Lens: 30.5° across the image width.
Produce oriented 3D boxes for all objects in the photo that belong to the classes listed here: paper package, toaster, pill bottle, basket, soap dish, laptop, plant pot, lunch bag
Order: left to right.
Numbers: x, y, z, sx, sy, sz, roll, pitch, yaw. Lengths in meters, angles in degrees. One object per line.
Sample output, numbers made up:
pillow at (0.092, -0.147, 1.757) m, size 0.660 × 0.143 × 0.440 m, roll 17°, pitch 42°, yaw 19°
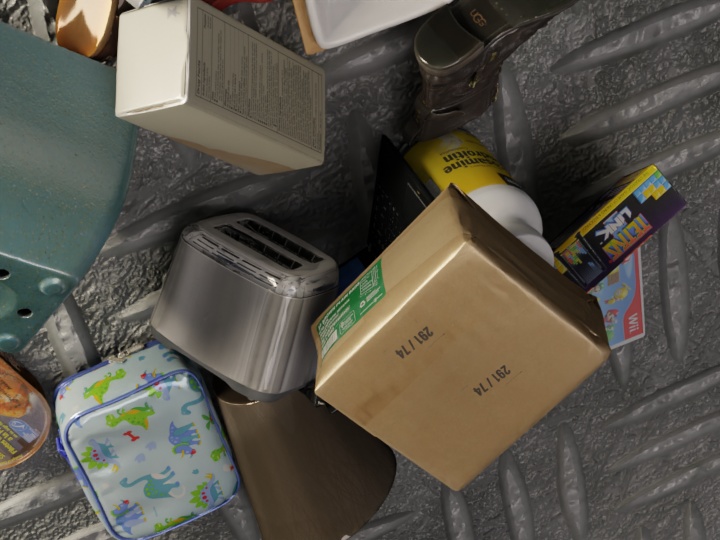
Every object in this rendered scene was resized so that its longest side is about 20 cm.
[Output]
plant pot at (-0.301, -0.054, 1.062) m, size 0.194 × 0.202 × 0.196 m, roll 20°, pitch 135°, yaw -32°
lunch bag at (-0.222, 0.176, 1.358) m, size 0.159 × 0.083 × 0.202 m, roll -24°, pitch 128°, yaw -9°
toaster at (-0.102, 0.033, 1.255) m, size 0.113 × 0.198 × 0.131 m, roll -17°, pitch 130°, yaw -54°
basket at (-0.068, 0.174, 1.394) m, size 0.180 × 0.135 × 0.202 m, roll -43°, pitch 127°, yaw -24°
soap dish at (-0.003, -0.307, 1.141) m, size 0.155 × 0.081 × 0.202 m, roll -22°, pitch 127°, yaw -10°
laptop at (0.000, 0.000, 1.282) m, size 0.102 × 0.178 × 0.203 m, roll -6°, pitch 124°, yaw -21°
paper package at (0.084, 0.061, 1.161) m, size 0.190 × 0.104 × 0.200 m, roll 37°, pitch 112°, yaw -22°
pill bottle at (0.109, -0.050, 1.282) m, size 0.110 × 0.201 × 0.113 m, roll -11°, pitch 126°, yaw -17°

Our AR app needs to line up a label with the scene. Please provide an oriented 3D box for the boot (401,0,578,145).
boot at (0.121, -0.206, 1.245) m, size 0.198 × 0.070 × 0.174 m, roll -30°, pitch 162°, yaw -7°

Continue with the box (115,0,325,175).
box at (-0.114, -0.153, 1.129) m, size 0.077 × 0.097 × 0.199 m, roll -7°, pitch 165°, yaw 31°

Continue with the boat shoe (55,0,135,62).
boat shoe at (-0.194, -0.270, 1.095) m, size 0.202 × 0.070 × 0.070 m, roll -63°, pitch 163°, yaw 19°

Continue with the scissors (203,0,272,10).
scissors at (-0.150, -0.233, 1.170) m, size 0.198 × 0.014 × 0.074 m, roll -32°, pitch 131°, yaw -1°

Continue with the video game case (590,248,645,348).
video game case at (0.235, 0.052, 1.522) m, size 0.197 × 0.017 × 0.145 m, roll -21°, pitch 127°, yaw -11°

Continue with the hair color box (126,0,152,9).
hair color box at (-0.218, -0.304, 1.011) m, size 0.199 × 0.061 × 0.099 m, roll 38°, pitch 103°, yaw -10°

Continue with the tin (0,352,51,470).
tin at (-0.385, 0.116, 1.276) m, size 0.112 × 0.042 × 0.201 m, roll -38°, pitch 128°, yaw -2°

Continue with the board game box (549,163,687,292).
board game box at (0.243, -0.030, 1.362) m, size 0.165 × 0.200 × 0.057 m, roll -41°, pitch 88°, yaw 4°
